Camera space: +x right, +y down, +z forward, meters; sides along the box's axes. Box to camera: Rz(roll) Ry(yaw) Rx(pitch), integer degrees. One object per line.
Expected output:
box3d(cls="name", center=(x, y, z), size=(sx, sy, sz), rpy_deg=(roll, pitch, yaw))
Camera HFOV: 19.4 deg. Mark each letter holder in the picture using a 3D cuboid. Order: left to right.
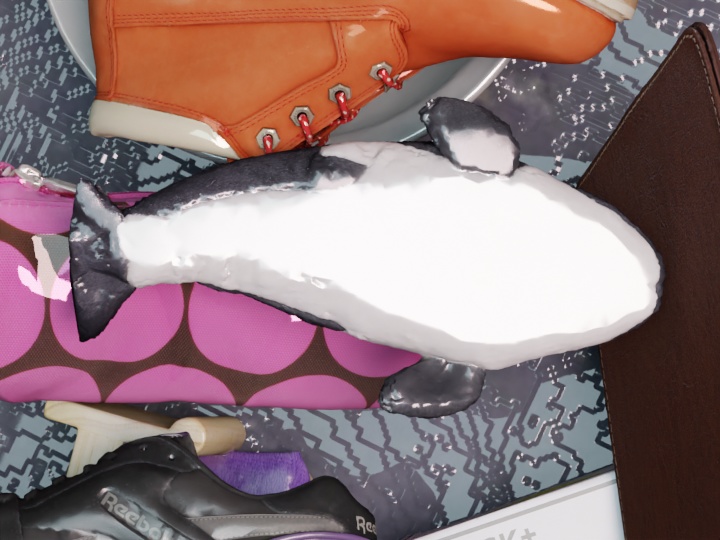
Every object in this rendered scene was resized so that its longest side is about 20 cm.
box3d(cls="letter holder", center=(0.151, 0.029, 0.723), size=(0.100, 0.142, 0.201), rpy_deg=(0, 66, -12))

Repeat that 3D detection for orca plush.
box3d(cls="orca plush", center=(0.000, 0.000, 0.734), size=(0.199, 0.071, 0.106), rpy_deg=(-11, 92, -5))

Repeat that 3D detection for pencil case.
box3d(cls="pencil case", center=(-0.054, 0.005, 0.790), size=(0.199, 0.091, 0.094), rpy_deg=(2, 108, -17))

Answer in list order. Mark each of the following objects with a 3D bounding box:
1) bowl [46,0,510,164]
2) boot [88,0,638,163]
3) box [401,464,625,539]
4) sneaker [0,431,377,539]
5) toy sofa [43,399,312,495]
box3d(cls="bowl", center=(-0.020, -0.132, 0.825), size=(0.200, 0.090, 0.202), rpy_deg=(-1, 85, 8))
box3d(cls="boot", center=(-0.004, -0.078, 0.742), size=(0.199, 0.075, 0.108), rpy_deg=(9, 90, 17))
box3d(cls="box", center=(0.096, 0.180, 0.802), size=(0.116, 0.060, 0.201), rpy_deg=(-18, 83, 6))
box3d(cls="sneaker", center=(-0.092, 0.099, 0.757), size=(0.199, 0.076, 0.088), rpy_deg=(10, 71, 3))
box3d(cls="toy sofa", center=(-0.091, 0.152, 0.819), size=(0.097, 0.083, 0.201), rpy_deg=(15, 88, 10))
